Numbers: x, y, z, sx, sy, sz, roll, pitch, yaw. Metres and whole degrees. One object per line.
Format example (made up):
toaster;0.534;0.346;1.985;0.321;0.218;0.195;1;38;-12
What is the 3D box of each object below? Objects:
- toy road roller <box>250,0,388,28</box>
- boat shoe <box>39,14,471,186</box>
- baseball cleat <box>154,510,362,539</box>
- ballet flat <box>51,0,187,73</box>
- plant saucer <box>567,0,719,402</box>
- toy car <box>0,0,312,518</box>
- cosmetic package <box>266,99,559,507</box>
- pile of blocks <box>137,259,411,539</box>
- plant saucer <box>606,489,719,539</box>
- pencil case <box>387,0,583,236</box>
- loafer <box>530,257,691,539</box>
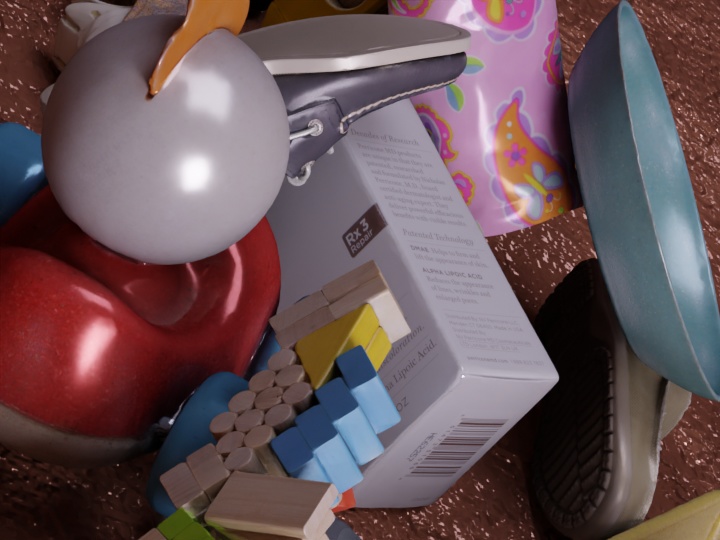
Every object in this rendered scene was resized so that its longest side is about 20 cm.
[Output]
toy road roller;0.022;-0.146;1.473;0.146;0.123;0.200;16;39;-59
boat shoe;-0.043;-0.069;1.228;0.199;0.063;0.073;-13;21;-18
baseball cleat;-0.063;0.130;1.086;0.106;0.070;0.200;42;22;22
ballet flat;-0.111;-0.111;1.326;0.067;0.068;0.200;20;27;-4
plant saucer;0.136;-0.030;1.340;0.200;0.036;0.201;-14;90;-77
toy car;-0.076;-0.036;1.076;0.184;0.200;0.177;30;28;10
cosmetic package;0.000;0.000;1.276;0.074;0.102;0.200;6;46;-47
pile of blocks;-0.025;0.087;0.984;0.200;0.082;0.062;-54;131;-31
plant saucer;0.175;0.211;1.288;0.200;0.048;0.200;53;30;15
pencil case;0.053;-0.116;1.327;0.087;0.087;0.201;-40;121;-61
loafer;0.131;0.068;1.383;0.068;0.076;0.200;29;32;-16
